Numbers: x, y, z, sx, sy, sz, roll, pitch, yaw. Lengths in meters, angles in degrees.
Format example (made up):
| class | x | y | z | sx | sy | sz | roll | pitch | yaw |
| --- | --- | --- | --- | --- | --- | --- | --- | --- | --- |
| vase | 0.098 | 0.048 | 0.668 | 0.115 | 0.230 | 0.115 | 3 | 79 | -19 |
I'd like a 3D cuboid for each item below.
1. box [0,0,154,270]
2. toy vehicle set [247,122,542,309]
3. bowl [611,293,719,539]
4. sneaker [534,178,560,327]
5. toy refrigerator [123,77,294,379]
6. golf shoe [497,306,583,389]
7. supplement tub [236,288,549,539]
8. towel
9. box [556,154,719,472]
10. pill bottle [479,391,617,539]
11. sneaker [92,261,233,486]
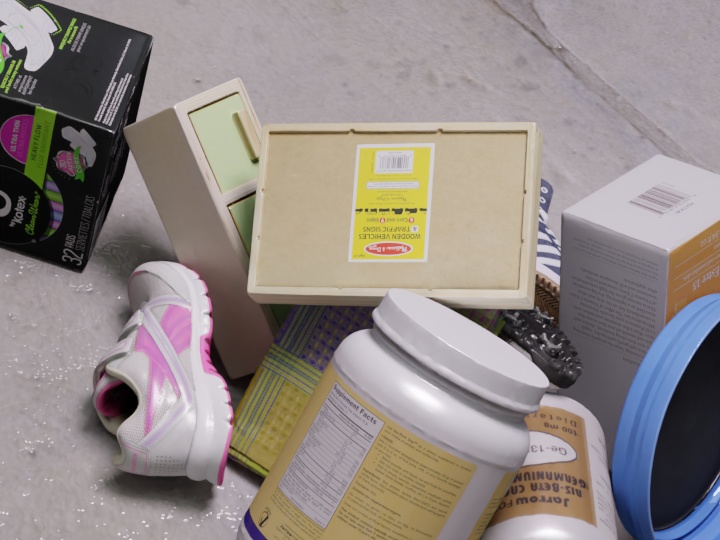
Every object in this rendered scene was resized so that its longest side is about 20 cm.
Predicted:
| class | x | y | z | sx | sy | sz | roll | pitch | yaw |
| --- | --- | --- | --- | --- | --- | --- | --- | --- | --- |
| box | -0.275 | -0.117 | 1.696 | 0.198 | 0.149 | 0.125 | 18 | 42 | -2 |
| toy vehicle set | 0.024 | -0.039 | 1.547 | 0.198 | 0.027 | 0.125 | 1 | 74 | 16 |
| bowl | 0.247 | 0.111 | 1.612 | 0.039 | 0.202 | 0.200 | 19 | 35 | 36 |
| sneaker | 0.145 | -0.004 | 1.791 | 0.199 | 0.070 | 0.108 | 37 | 44 | 21 |
| toy refrigerator | -0.090 | -0.031 | 1.647 | 0.076 | 0.070 | 0.201 | -27 | 96 | -46 |
| golf shoe | 0.067 | 0.049 | 1.614 | 0.199 | 0.095 | 0.078 | 31 | 14 | 27 |
| supplement tub | 0.022 | 0.129 | 1.472 | 0.145 | 0.201 | 0.145 | 29 | 9 | -5 |
| towel | 0.000 | 0.079 | 1.571 | 0.143 | 0.201 | 0.023 | 30 | 8 | 18 |
| box | 0.218 | 0.037 | 1.658 | 0.097 | 0.202 | 0.124 | 23 | 37 | 36 |
| pill bottle | 0.119 | 0.190 | 1.535 | 0.113 | 0.115 | 0.201 | 10 | 42 | -10 |
| sneaker | -0.149 | 0.067 | 1.595 | 0.087 | 0.082 | 0.201 | -1 | 40 | -16 |
